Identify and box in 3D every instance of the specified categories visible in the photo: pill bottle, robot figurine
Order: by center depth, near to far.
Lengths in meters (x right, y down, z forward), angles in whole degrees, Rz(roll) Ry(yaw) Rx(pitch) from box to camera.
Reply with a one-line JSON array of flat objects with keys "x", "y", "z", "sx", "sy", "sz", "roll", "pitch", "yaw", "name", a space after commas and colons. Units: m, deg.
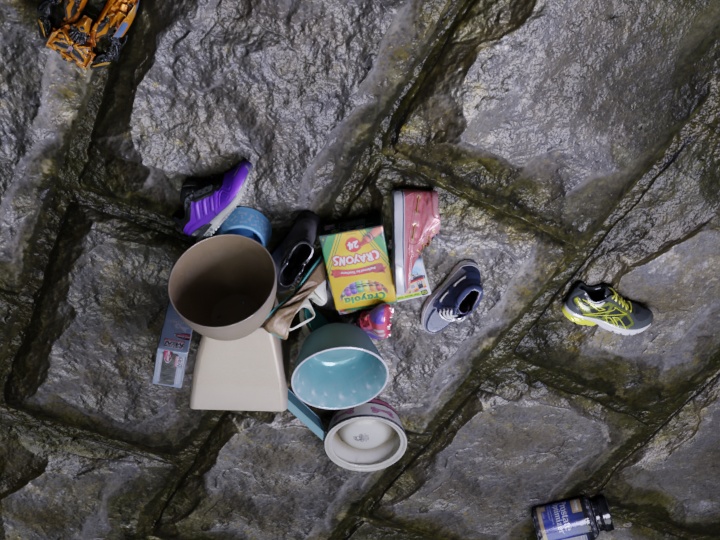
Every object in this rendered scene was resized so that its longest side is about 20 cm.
[{"x": -0.433, "y": -0.410, "z": 1.326, "sx": 0.144, "sy": 0.059, "sz": 0.200, "roll": 30, "pitch": 121, "yaw": -22, "name": "robot figurine"}, {"x": 0.558, "y": 0.660, "z": 2.187, "sx": 0.198, "sy": 0.113, "sz": 0.113, "roll": -17, "pitch": 128, "yaw": 11, "name": "pill bottle"}]

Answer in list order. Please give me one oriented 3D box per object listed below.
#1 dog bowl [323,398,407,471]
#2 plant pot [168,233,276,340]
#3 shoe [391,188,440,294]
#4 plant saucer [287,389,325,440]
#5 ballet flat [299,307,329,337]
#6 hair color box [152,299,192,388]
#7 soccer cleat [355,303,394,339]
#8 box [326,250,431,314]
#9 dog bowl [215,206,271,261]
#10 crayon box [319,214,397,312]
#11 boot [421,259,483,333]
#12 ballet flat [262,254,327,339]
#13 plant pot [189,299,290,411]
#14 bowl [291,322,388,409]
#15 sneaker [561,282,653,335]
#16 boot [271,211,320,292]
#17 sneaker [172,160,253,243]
[{"x": 0.012, "y": 0.385, "z": 1.971, "sx": 0.197, "sy": 0.074, "sz": 0.202, "roll": -1, "pitch": 130, "yaw": -1, "name": "dog bowl"}, {"x": -0.247, "y": 0.053, "z": 1.561, "sx": 0.197, "sy": 0.202, "sz": 0.135, "roll": -4, "pitch": 146, "yaw": 1, "name": "plant pot"}, {"x": 0.106, "y": -0.055, "z": 1.586, "sx": 0.090, "sy": 0.071, "sz": 0.203, "roll": -1, "pitch": 97, "yaw": -4, "name": "shoe"}, {"x": -0.146, "y": 0.313, "z": 1.912, "sx": 0.019, "sy": 0.070, "sz": 0.200, "roll": -37, "pitch": 122, "yaw": 6, "name": "plant saucer"}, {"x": -0.081, "y": 0.151, "z": 1.788, "sx": 0.062, "sy": 0.068, "sz": 0.200, "roll": -22, "pitch": 127, "yaw": 31, "name": "ballet flat"}, {"x": -0.367, "y": 0.125, "z": 1.666, "sx": 0.060, "sy": 0.201, "sz": 0.100, "roll": 10, "pitch": 128, "yaw": -10, "name": "hair color box"}, {"x": 0.027, "y": 0.105, "z": 1.698, "sx": 0.075, "sy": 0.068, "sz": 0.200, "roll": 7, "pitch": 170, "yaw": 1, "name": "soccer cleat"}, {"x": 0.037, "y": 0.020, "z": 1.704, "sx": 0.197, "sy": 0.035, "sz": 0.111, "roll": -13, "pitch": 128, "yaw": 9, "name": "box"}, {"x": -0.244, "y": -0.030, "z": 1.643, "sx": 0.110, "sy": 0.050, "sz": 0.201, "roll": 15, "pitch": 127, "yaw": -14, "name": "dog bowl"}, {"x": 0.000, "y": 0.000, "z": 1.634, "sx": 0.125, "sy": 0.051, "sz": 0.202, "roll": -10, "pitch": 119, "yaw": 6, "name": "crayon box"}, {"x": 0.186, "y": 0.077, "z": 1.719, "sx": 0.072, "sy": 0.091, "sz": 0.201, "roll": 17, "pitch": 126, "yaw": -15, "name": "boot"}, {"x": -0.111, "y": 0.059, "z": 1.635, "sx": 0.072, "sy": 0.200, "sz": 0.068, "roll": 41, "pitch": 149, "yaw": -2, "name": "ballet flat"}, {"x": -0.244, "y": 0.155, "z": 1.710, "sx": 0.197, "sy": 0.201, "sz": 0.179, "roll": 2, "pitch": 119, "yaw": -4, "name": "plant pot"}, {"x": -0.046, "y": 0.183, "z": 1.702, "sx": 0.198, "sy": 0.106, "sz": 0.202, "roll": -5, "pitch": 136, "yaw": -5, "name": "bowl"}, {"x": 0.526, "y": 0.078, "z": 1.743, "sx": 0.197, "sy": 0.075, "sz": 0.085, "roll": 7, "pitch": 128, "yaw": -7, "name": "sneaker"}, {"x": -0.141, "y": -0.009, "z": 1.608, "sx": 0.069, "sy": 0.132, "sz": 0.201, "roll": 20, "pitch": 125, "yaw": -8, "name": "boot"}, {"x": -0.282, "y": -0.140, "z": 1.543, "sx": 0.099, "sy": 0.070, "sz": 0.200, "roll": 36, "pitch": 117, "yaw": -17, "name": "sneaker"}]
